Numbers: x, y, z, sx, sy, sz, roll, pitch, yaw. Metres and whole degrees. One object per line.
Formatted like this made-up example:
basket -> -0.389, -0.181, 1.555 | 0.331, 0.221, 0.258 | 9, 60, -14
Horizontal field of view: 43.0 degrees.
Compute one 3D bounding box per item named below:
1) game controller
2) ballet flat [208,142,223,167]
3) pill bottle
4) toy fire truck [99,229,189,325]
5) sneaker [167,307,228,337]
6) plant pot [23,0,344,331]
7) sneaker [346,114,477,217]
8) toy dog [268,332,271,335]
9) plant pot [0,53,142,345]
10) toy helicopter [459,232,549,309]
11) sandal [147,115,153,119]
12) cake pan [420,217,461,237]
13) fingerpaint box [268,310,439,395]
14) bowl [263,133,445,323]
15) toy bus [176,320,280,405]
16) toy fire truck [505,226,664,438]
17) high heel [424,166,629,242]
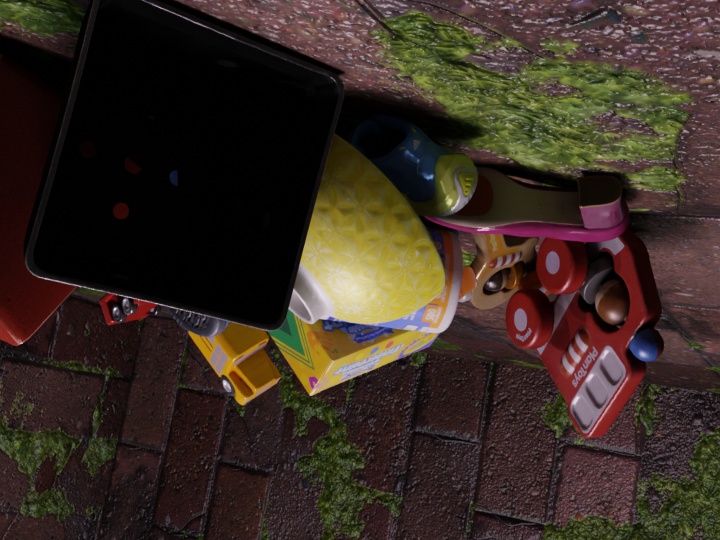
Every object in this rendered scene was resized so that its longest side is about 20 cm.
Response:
game controller -> -0.207, -0.101, 0.914 | 0.103, 0.042, 0.200 | 31, 160, 0
ballet flat -> -0.134, -0.056, 0.910 | 0.067, 0.069, 0.202 | -2, 137, -17
pill bottle -> 0.000, 0.000, 0.969 | 0.196, 0.114, 0.112 | 7, 172, -12
toy fire truck -> -0.234, -0.024, 0.914 | 0.048, 0.143, 0.199 | -12, 167, -43
sneaker -> -0.180, -0.003, 0.953 | 0.078, 0.067, 0.199 | -6, -147, -43
plant pot -> -0.159, -0.082, 0.725 | 0.198, 0.203, 0.177 | 16, 178, -31
sneaker -> 0.013, -0.100, 0.825 | 0.105, 0.077, 0.199 | 39, 157, -31
toy dog -> -0.168, -0.011, 1.248 | 0.193, 0.141, 0.199 | 34, 168, -37
plant pot -> -0.335, -0.080, 0.825 | 0.198, 0.201, 0.177 | 10, 144, 45
toy helicopter -> 0.140, -0.016, 1.026 | 0.131, 0.079, 0.201 | -30, 146, -1
sandal -> -0.144, -0.106, 0.967 | 0.078, 0.060, 0.207 | 5, 148, 37
cake pan -> 0.030, -0.071, 1.022 | 0.197, 0.037, 0.200 | 10, 171, 2
fingerpaint box -> -0.016, 0.033, 1.075 | 0.198, 0.168, 0.074 | -16, 150, -41
bowl -> -0.031, -0.018, 0.806 | 0.200, 0.108, 0.201 | 42, 164, 15
toy bus -> -0.178, 0.068, 1.165 | 0.065, 0.201, 0.078 | -29, 165, -33
toy fire truck -> 0.256, 0.056, 0.980 | 0.110, 0.169, 0.202 | 0, 133, -27
high heel -> 0.158, -0.050, 0.886 | 0.197, 0.068, 0.096 | 4, 158, 20
